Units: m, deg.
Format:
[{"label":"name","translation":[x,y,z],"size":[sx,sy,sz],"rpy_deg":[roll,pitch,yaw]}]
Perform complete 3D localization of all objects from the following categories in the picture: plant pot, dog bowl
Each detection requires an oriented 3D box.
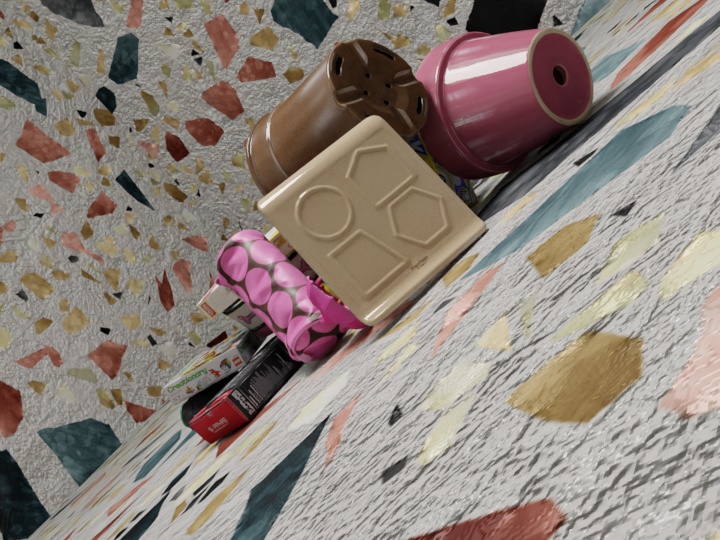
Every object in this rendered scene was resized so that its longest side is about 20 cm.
[{"label":"plant pot","translation":[0.199,-0.234,1.204],"size":[0.179,0.200,0.200],"rpy_deg":[-11,29,52]},{"label":"plant pot","translation":[-0.023,-0.187,1.205],"size":[0.200,0.200,0.198],"rpy_deg":[-47,3,-41]},{"label":"dog bowl","translation":[-0.115,0.020,1.386],"size":[0.200,0.074,0.200],"rpy_deg":[-42,10,9]}]

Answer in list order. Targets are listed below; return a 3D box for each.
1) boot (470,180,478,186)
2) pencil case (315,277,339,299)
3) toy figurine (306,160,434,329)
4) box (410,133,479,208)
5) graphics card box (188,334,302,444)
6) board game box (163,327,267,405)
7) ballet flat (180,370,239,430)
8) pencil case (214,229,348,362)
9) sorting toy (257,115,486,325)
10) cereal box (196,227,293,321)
[{"label":"boot","translation":[0.127,-0.120,1.459],"size":[0.200,0.073,0.090],"rpy_deg":[-50,3,42]},{"label":"pencil case","translation":[0.000,0.000,1.287],"size":[0.088,0.088,0.200],"rpy_deg":[-40,7,30]},{"label":"toy figurine","translation":[0.009,-0.018,1.098],"size":[0.184,0.150,0.200],"rpy_deg":[-62,-1,-39]},{"label":"box","translation":[0.089,-0.167,1.282],"size":[0.070,0.200,0.064],"rpy_deg":[-8,-21,-46]},{"label":"graphics card box","translation":[-0.145,0.154,1.297],"size":[0.125,0.051,0.200],"rpy_deg":[-38,8,48]},{"label":"board game box","translation":[-0.218,0.139,1.396],"size":[0.126,0.035,0.200],"rpy_deg":[-30,5,6]},{"label":"ballet flat","translation":[-0.207,0.195,1.400],"size":[0.073,0.073,0.200],"rpy_deg":[-41,-1,19]},{"label":"pencil case","translation":[-0.109,0.037,1.195],"size":[0.094,0.200,0.091],"rpy_deg":[-46,-33,-4]},{"label":"sorting toy","translation":[0.013,-0.059,1.027],"size":[0.185,0.200,0.036],"rpy_deg":[-40,-15,-17]},{"label":"cereal box","translation":[-0.148,-0.020,1.354],"size":[0.200,0.040,0.144],"rpy_deg":[-38,10,26]}]
